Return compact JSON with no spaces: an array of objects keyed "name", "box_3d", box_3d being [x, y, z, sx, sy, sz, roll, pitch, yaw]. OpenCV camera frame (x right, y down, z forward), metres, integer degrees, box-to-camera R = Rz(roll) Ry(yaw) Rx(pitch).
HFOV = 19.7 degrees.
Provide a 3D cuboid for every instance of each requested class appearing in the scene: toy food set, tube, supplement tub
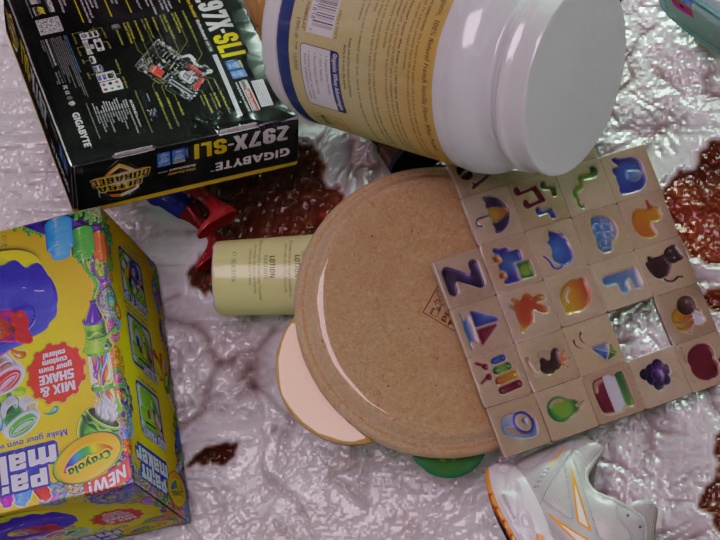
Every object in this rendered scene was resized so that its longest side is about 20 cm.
[{"name":"toy food set","box_3d":[0.053,0.031,1.347,0.196,0.049,0.201,16,73,-3]},{"name":"tube","box_3d":[0.000,0.000,1.401,0.198,0.058,0.052,-1,26,5]},{"name":"supplement tub","box_3d":[0.053,-0.143,1.312,0.199,0.144,0.145,20,76,32]}]

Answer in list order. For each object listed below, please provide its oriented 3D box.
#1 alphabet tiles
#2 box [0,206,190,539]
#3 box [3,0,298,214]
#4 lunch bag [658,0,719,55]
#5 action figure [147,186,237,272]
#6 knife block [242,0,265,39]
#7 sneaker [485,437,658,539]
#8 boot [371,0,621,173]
[{"name":"alphabet tiles","box_3d":[0.132,0.002,1.337,0.166,0.008,0.201,-17,77,-14]},{"name":"box","box_3d":[-0.235,0.087,1.387,0.198,0.122,0.194,-14,68,9]},{"name":"box","box_3d":[-0.148,-0.137,1.432,0.158,0.050,0.201,-13,49,-17]},{"name":"lunch bag","box_3d":[0.300,-0.228,1.392,0.160,0.077,0.200,37,82,24]},{"name":"action figure","box_3d":[-0.168,-0.083,1.464,0.052,0.066,0.200,-35,65,-21]},{"name":"knife block","box_3d":[0.023,-0.223,1.478,0.175,0.200,0.064,-5,58,-37]},{"name":"sneaker","box_3d":[0.155,0.188,1.279,0.092,0.076,0.201,-28,67,-2]},{"name":"boot","box_3d":[0.077,-0.160,1.425,0.199,0.075,0.097,-35,69,2]}]
